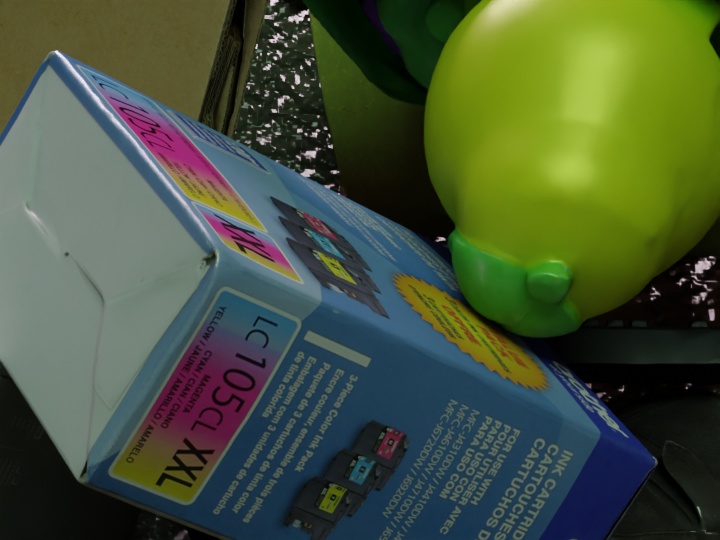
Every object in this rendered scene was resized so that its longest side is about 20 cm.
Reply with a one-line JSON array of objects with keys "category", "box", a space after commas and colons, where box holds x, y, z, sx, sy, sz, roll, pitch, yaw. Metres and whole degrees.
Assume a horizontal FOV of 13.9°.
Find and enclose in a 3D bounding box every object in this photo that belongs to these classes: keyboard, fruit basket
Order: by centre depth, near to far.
[{"category": "fruit basket", "box": [0.080, -0.064, 0.907, 0.214, 0.155, 0.217, -6, 72, 18]}, {"category": "keyboard", "box": [0.034, 0.016, 1.011, 0.199, 0.104, 0.040, 0, 82, -4]}]

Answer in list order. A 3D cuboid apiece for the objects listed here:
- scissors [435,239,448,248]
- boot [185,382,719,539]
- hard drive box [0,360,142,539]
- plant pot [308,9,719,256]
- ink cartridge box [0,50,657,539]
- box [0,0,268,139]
[{"category": "scissors", "box": [0.000, 0.000, 1.007, 0.199, 0.014, 0.073, -9, 2, 34]}, {"category": "boot", "box": [0.049, 0.074, 0.991, 0.174, 0.070, 0.200, -17, 33, -36]}, {"category": "hard drive box", "box": [-0.160, 0.039, 0.906, 0.155, 0.200, 0.077, 26, 89, 15]}, {"category": "plant pot", "box": [0.087, -0.081, 1.071, 0.199, 0.188, 0.188, -12, 48, 6]}, {"category": "ink cartridge box", "box": [-0.008, 0.030, 0.853, 0.200, 0.077, 0.136, 28, 13, -36]}, {"category": "box", "box": [-0.118, -0.071, 0.955, 0.199, 0.164, 0.021, 25, 15, 36]}]
